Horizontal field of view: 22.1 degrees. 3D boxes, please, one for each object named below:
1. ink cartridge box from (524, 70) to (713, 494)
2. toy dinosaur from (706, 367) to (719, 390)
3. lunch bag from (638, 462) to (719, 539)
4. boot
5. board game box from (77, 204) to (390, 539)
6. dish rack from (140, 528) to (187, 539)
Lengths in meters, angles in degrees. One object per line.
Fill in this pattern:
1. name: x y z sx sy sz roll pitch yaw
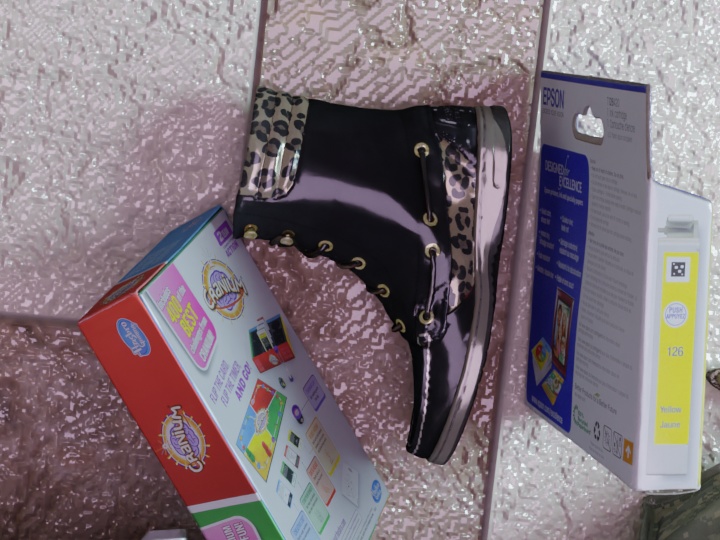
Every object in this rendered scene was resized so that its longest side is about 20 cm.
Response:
1. ink cartridge box: 0.137 -0.003 0.996 0.046 0.198 0.203 2 98 -10
2. toy dinosaur: 0.297 0.107 1.091 0.200 0.088 0.048 42 67 -11
3. lunch bag: 0.231 0.218 1.028 0.117 0.200 0.165 -30 102 19
4. boot: 0.000 -0.001 1.044 0.152 0.073 0.206 8 92 -5
5. board game box: -0.062 0.079 1.004 0.040 0.153 0.201 -26 100 20
6. dish rack: -0.165 0.167 0.997 0.197 0.172 0.044 -3 85 -5
